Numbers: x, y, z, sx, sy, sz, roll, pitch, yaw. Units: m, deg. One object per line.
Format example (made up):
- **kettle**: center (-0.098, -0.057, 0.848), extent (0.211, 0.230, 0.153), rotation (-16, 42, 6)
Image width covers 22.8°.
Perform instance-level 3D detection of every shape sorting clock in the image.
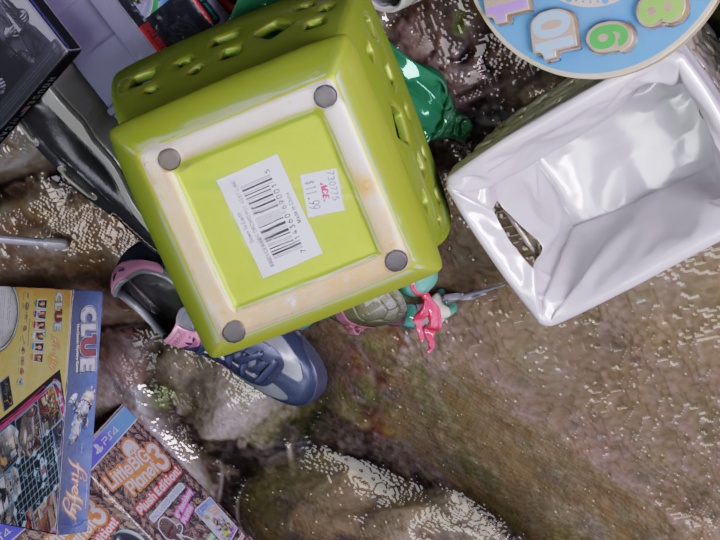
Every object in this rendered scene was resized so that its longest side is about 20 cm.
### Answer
- **shape sorting clock**: center (0.152, -0.225, 1.157), extent (0.199, 0.039, 0.201), rotation (3, 95, 35)

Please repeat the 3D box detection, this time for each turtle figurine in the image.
- **turtle figurine**: center (0.000, 0.000, 1.368), extent (0.199, 0.101, 0.150), rotation (-8, 119, 33)

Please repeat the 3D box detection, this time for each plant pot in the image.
- **plant pot**: center (-0.055, -0.063, 1.213), extent (0.198, 0.182, 0.201), rotation (-21, 107, 6)

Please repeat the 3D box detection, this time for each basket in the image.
- **basket**: center (0.184, -0.075, 1.249), extent (0.200, 0.123, 0.136), rotation (-29, 101, 31)

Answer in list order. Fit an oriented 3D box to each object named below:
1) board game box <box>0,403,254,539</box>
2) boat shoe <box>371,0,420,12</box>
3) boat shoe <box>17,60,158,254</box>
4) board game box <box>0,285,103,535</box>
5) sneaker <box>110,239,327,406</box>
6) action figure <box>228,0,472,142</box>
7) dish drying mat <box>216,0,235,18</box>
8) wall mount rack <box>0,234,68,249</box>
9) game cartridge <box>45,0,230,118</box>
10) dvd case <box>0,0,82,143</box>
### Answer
- **board game box**: center (-0.207, 0.251, 1.573), extent (0.200, 0.097, 0.159), rotation (46, 121, -4)
- **boat shoe**: center (-0.036, -0.252, 1.287), extent (0.199, 0.062, 0.072), rotation (28, 121, 7)
- **boat shoe**: center (-0.205, -0.083, 1.421), extent (0.060, 0.074, 0.200), rotation (-27, 115, 34)
- **board game box**: center (-0.278, 0.114, 1.499), extent (0.135, 0.035, 0.201), rotation (3, 88, 41)
- **sneaker**: center (-0.121, 0.054, 1.454), extent (0.200, 0.082, 0.070), rotation (36, 121, 2)
- **action figure**: center (-0.008, -0.142, 1.322), extent (0.199, 0.055, 0.119), rotation (24, 86, -6)
- **dish drying mat**: center (-0.054, -0.134, 1.376), extent (0.200, 0.018, 0.077), rotation (34, 124, 3)
- **wall mount rack**: center (-0.322, -0.092, 1.474), extent (0.173, 0.075, 0.201), rotation (25, 121, 13)
- **game cartridge**: center (-0.185, -0.208, 1.360), extent (0.129, 0.038, 0.200), rotation (-31, 101, 34)
- **dvd case**: center (-0.322, -0.197, 1.378), extent (0.150, 0.025, 0.200), rotation (-43, 80, 27)
